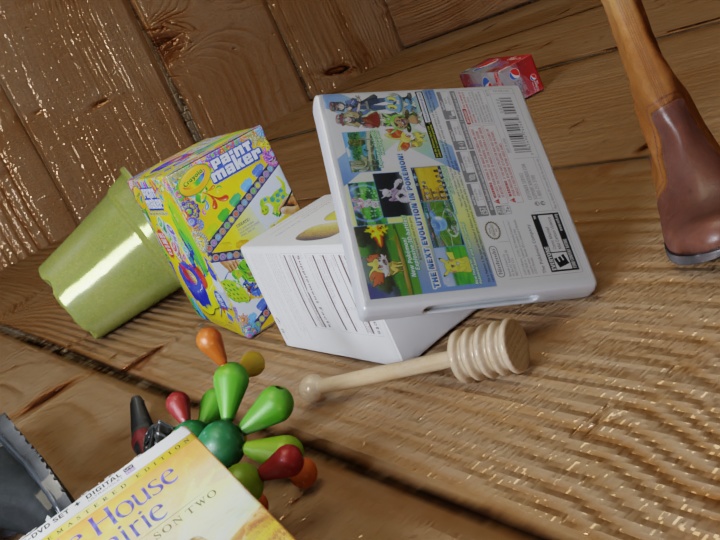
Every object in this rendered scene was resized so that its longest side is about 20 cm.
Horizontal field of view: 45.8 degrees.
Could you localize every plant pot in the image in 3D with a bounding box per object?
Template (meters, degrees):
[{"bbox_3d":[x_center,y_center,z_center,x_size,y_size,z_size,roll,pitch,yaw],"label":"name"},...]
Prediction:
[{"bbox_3d":[-0.345,-0.010,1.214,0.184,0.201,0.200,-40,18,-9],"label":"plant pot"}]

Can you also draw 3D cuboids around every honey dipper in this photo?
[{"bbox_3d":[0.029,0.074,0.621,0.198,0.038,0.038,-19,17,36],"label":"honey dipper"}]

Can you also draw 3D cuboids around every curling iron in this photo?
[{"bbox_3d":[-0.182,0.139,0.739,0.050,0.025,0.200,-66,19,-4],"label":"curling iron"}]

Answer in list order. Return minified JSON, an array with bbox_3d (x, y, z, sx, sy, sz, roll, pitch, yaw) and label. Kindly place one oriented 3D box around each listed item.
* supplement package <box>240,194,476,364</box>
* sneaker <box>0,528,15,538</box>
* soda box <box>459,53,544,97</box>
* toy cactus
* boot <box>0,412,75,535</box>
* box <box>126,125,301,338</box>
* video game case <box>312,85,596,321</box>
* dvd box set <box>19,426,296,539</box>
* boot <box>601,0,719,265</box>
[{"bbox_3d":[0.000,0.000,0.750,0.113,0.111,0.199,-34,18,-28],"label":"supplement package"},{"bbox_3d":[-0.338,0.178,0.762,0.198,0.083,0.070,0,30,48],"label":"sneaker"},{"bbox_3d":[0.245,-0.335,1.502,0.069,0.064,0.200,-28,17,-6],"label":"soda box"},{"bbox_3d":[-0.118,0.130,0.586,0.164,0.103,0.200,-37,26,-9],"label":"toy cactus"},{"bbox_3d":[-0.312,0.216,0.629,0.199,0.066,0.164,-39,37,-25],"label":"boot"},{"bbox_3d":[-0.154,-0.048,0.985,0.121,0.195,0.199,-31,16,-21],"label":"box"},{"bbox_3d":[0.067,-0.060,0.657,0.179,0.203,0.022,-5,-31,-13],"label":"video game case"},{"bbox_3d":[-0.093,0.168,0.403,0.145,0.030,0.199,-34,37,-23],"label":"dvd box set"},{"bbox_3d":[0.225,-0.120,0.613,0.068,0.202,0.189,-17,18,26],"label":"boot"}]
